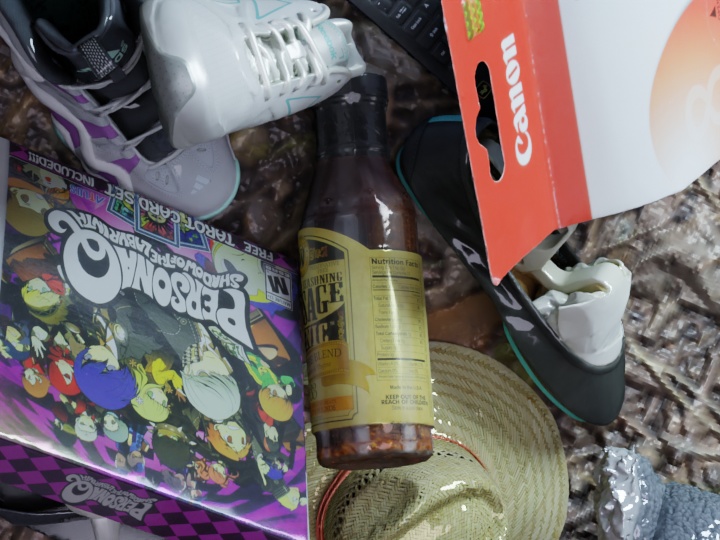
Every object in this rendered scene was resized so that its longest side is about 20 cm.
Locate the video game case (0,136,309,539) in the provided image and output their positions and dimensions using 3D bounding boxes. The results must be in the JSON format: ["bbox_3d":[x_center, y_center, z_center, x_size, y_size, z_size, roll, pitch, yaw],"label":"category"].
[{"bbox_3d":[-0.116,0.036,1.088,0.200,0.182,0.036,23,132,-27],"label":"video game case"}]

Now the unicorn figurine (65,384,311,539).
[{"bbox_3d":[-0.109,0.092,1.134,0.137,0.200,0.074,46,126,4],"label":"unicorn figurine"}]

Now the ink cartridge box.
[{"bbox_3d":[0.122,-0.104,1.143,0.200,0.050,0.163,-39,126,-46],"label":"ink cartridge box"}]

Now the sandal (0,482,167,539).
[{"bbox_3d":[-0.166,0.102,1.173,0.200,0.043,0.076,12,97,-17],"label":"sandal"}]

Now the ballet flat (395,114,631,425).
[{"bbox_3d":[0.095,0.000,1.204,0.200,0.068,0.068,51,46,-18],"label":"ballet flat"}]

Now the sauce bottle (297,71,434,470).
[{"bbox_3d":[0.000,0.000,1.167,0.066,0.066,0.200,-2,77,-15],"label":"sauce bottle"}]

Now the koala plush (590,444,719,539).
[{"bbox_3d":[0.163,0.205,1.226,0.177,0.184,0.200,28,69,-31],"label":"koala plush"}]

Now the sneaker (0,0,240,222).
[{"bbox_3d":[-0.122,-0.095,1.098,0.078,0.140,0.200,-43,107,-4],"label":"sneaker"}]

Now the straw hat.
[{"bbox_3d":[0.029,0.133,1.209,0.201,0.085,0.202,-3,101,-15],"label":"straw hat"}]

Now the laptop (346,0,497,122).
[{"bbox_3d":[0.069,-0.193,1.152,0.200,0.103,0.177,40,89,-18],"label":"laptop"}]

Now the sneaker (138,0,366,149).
[{"bbox_3d":[-0.050,-0.103,1.081,0.080,0.200,0.071,-10,97,13],"label":"sneaker"}]
